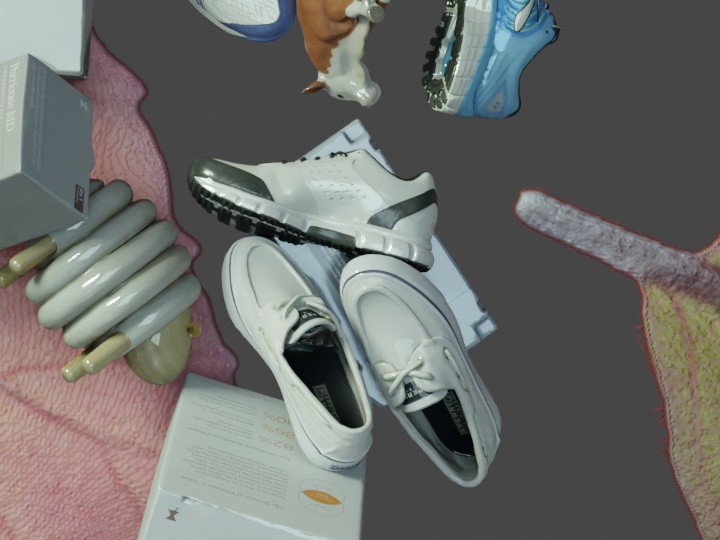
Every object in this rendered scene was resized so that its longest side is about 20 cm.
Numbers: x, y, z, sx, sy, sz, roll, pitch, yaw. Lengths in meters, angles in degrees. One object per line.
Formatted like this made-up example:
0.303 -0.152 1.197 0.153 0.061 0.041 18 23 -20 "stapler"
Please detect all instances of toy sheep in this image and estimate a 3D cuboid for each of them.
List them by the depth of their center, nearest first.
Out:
-0.196 -0.001 1.564 0.138 0.138 0.201 -34 98 -2 "toy sheep"

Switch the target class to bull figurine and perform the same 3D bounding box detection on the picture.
-0.012 -0.225 1.579 0.065 0.121 0.201 -13 90 -35 "bull figurine"

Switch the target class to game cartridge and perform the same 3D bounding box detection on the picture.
0.000 0.000 1.628 0.133 0.042 0.201 -33 95 2 "game cartridge"

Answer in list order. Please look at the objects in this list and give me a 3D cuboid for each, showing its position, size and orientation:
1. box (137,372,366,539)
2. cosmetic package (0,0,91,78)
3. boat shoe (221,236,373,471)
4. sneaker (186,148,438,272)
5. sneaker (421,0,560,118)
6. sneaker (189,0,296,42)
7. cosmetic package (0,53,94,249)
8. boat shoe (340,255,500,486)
-0.082 0.181 1.537 0.151 0.200 0.107 18 111 -4 "box"
-0.242 -0.244 1.553 0.090 0.107 0.201 5 90 -6 "cosmetic package"
-0.044 0.051 1.540 0.072 0.066 0.201 -11 62 -23 "boat shoe"
-0.034 -0.058 1.578 0.199 0.074 0.081 15 80 -11 "sneaker"
0.116 -0.212 1.621 0.089 0.078 0.201 16 95 -24 "sneaker"
-0.120 -0.259 1.579 0.075 0.088 0.200 -38 97 -4 "sneaker"
-0.297 -0.070 1.517 0.199 0.090 0.107 -21 56 27 "cosmetic package"
0.044 0.080 1.565 0.072 0.066 0.201 -17 120 19 "boat shoe"
